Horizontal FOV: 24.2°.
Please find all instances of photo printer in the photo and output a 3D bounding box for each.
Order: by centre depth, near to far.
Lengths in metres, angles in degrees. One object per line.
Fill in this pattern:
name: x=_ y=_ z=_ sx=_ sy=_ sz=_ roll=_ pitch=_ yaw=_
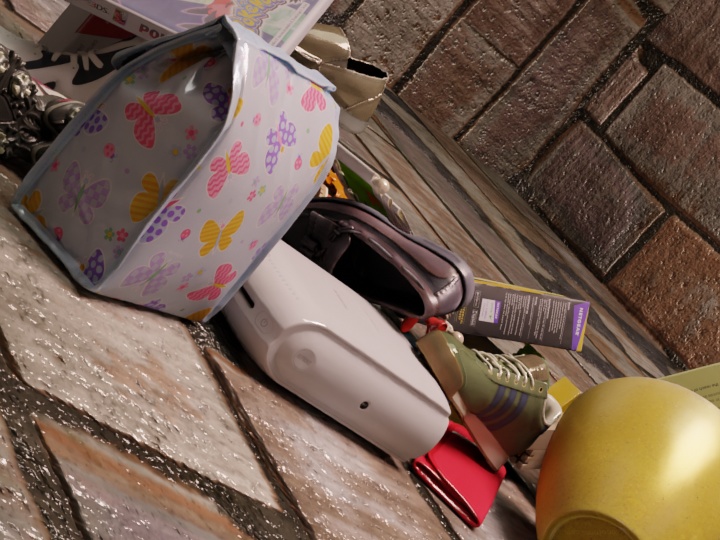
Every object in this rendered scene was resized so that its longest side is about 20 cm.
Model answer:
photo printer: x=-0.032 y=0.052 z=1.341 sx=0.200 sy=0.070 sz=0.167 roll=36 pitch=12 yaw=-35

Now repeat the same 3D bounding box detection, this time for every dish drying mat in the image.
dish drying mat: x=0.089 y=0.172 z=1.459 sx=0.077 sy=0.018 sz=0.200 roll=45 pitch=10 yaw=4

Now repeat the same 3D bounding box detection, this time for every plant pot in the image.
plant pot: x=0.225 y=0.211 z=1.422 sx=0.200 sy=0.200 sz=0.142 roll=44 pitch=39 yaw=7

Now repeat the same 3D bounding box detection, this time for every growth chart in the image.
growth chart: x=0.023 y=-0.033 z=1.527 sx=0.145 sy=0.018 sz=0.201 roll=35 pitch=-24 yaw=56

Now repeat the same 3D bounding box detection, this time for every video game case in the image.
video game case: x=-0.128 y=-0.234 z=1.388 sx=0.181 sy=0.023 sz=0.200 roll=26 pitch=37 yaw=3

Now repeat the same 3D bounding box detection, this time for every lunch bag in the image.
lunch bag: x=-0.118 y=-0.078 z=1.181 sx=0.127 sy=0.200 sz=0.169 roll=46 pitch=11 yaw=23

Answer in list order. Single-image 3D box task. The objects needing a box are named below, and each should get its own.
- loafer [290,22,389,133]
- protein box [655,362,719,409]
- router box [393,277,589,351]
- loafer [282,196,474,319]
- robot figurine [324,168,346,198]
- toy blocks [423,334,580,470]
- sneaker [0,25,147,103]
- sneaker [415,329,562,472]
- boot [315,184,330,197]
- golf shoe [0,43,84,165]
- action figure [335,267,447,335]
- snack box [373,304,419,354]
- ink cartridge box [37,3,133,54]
loafer: x=-0.049 y=-0.198 z=1.490 sx=0.200 sy=0.070 sz=0.075 roll=33 pitch=17 yaw=-42
protein box: x=0.337 y=0.200 z=1.580 sx=0.135 sy=0.197 sz=0.202 roll=21 pitch=55 yaw=-64
router box: x=0.111 y=0.034 z=1.673 sx=0.156 sy=0.053 sz=0.200 roll=10 pitch=1 yaw=-23
loafer: x=0.002 y=-0.010 z=1.445 sx=0.199 sy=0.072 sz=0.063 roll=22 pitch=34 yaw=31
robot figurine: x=-0.023 y=-0.069 z=1.922 sx=0.145 sy=0.058 sz=0.200 roll=37 pitch=12 yaw=-31
toy blocks: x=0.120 y=0.123 z=1.617 sx=0.200 sy=0.100 sz=0.136 roll=44 pitch=20 yaw=29
sneaker: x=-0.220 y=-0.168 z=1.363 sx=0.199 sy=0.130 sz=0.079 roll=42 pitch=9 yaw=0
sneaker: x=0.117 y=0.094 z=1.445 sx=0.067 sy=0.089 sz=0.201 roll=58 pitch=0 yaw=39
boot: x=-0.031 y=-0.031 z=1.704 sx=0.107 sy=0.075 sz=0.200 roll=47 pitch=9 yaw=-4
golf shoe: x=-0.264 y=-0.117 z=1.203 sx=0.088 sy=0.078 sz=0.200 roll=25 pitch=-5 yaw=36
action figure: x=0.000 y=0.000 z=1.535 sx=0.065 sy=0.052 sz=0.200 roll=39 pitch=6 yaw=-48
snack box: x=-0.035 y=0.018 z=1.568 sx=0.200 sy=0.037 sz=0.116 roll=32 pitch=15 yaw=-47
ink cartridge box: x=-0.174 y=-0.167 z=1.489 sx=0.200 sy=0.144 sz=0.084 roll=37 pitch=13 yaw=-28
